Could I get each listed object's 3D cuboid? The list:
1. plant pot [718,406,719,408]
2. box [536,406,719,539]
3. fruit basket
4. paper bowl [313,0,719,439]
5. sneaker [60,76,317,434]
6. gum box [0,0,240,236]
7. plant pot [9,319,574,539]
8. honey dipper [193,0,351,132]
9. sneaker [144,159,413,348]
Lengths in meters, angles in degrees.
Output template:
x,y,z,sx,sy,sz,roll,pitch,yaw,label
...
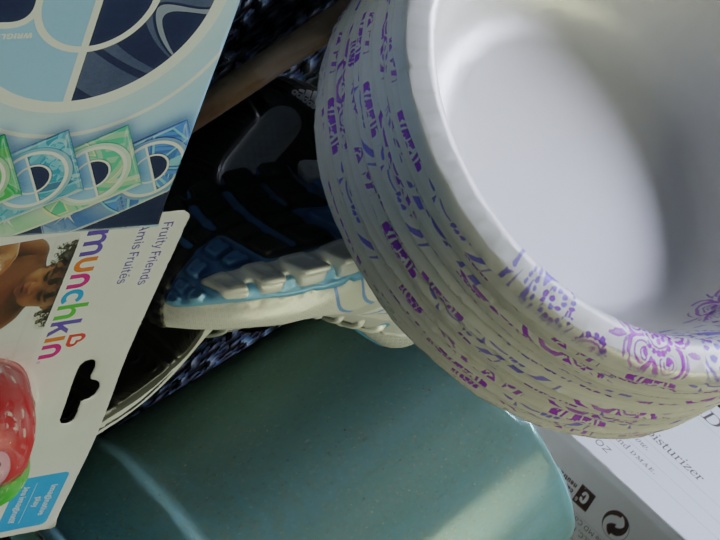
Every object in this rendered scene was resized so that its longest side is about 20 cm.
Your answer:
x,y,z,sx,sy,sz,roll,pitch,yaw,label
0.276,0.079,1.711,0.200,0.177,0.200,-44,157,-9,plant pot
0.133,0.165,1.556,0.131,0.199,0.200,-21,146,-50,box
-0.167,0.058,0.903,0.199,0.094,0.185,-4,140,-31,fruit basket
0.075,-0.036,0.955,0.200,0.201,0.104,-30,175,-38,paper bowl
-0.075,0.022,1.082,0.200,0.076,0.115,-44,157,-15,sneaker
-0.115,-0.092,0.780,0.169,0.045,0.200,-5,138,-31,gum box
-0.027,0.114,1.144,0.196,0.200,0.200,-37,157,-14,plant pot
-0.040,-0.080,1.039,0.200,0.038,0.038,-34,155,-21,honey dipper
0.000,0.000,1.023,0.200,0.075,0.087,-18,132,-33,sneaker
